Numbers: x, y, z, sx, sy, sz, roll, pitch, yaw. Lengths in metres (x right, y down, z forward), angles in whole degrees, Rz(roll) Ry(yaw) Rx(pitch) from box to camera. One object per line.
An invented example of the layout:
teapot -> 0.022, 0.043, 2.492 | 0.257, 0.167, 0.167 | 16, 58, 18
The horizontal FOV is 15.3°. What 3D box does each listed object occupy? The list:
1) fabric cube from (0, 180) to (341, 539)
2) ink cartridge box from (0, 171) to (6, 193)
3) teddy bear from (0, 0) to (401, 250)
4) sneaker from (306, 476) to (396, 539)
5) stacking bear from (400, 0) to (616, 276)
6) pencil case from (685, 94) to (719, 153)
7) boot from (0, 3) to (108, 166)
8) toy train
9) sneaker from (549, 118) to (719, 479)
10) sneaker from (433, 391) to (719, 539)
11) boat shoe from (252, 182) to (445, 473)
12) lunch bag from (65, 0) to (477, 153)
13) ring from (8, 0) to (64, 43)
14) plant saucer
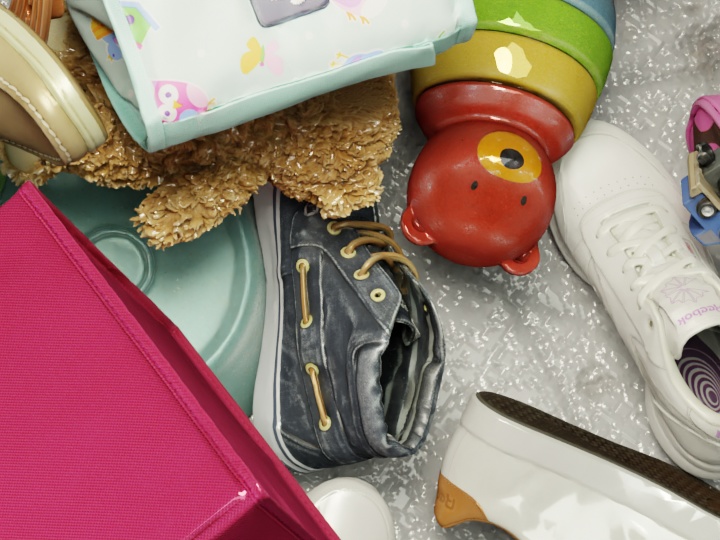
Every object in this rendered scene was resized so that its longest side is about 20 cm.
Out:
fabric cube -> -0.139, 0.121, 1.199 | 0.199, 0.200, 0.196 | -39, 62, 0
ink cartridge box -> -0.234, -0.052, 1.299 | 0.199, 0.104, 0.060 | 18, 74, 12
teddy bear -> -0.082, -0.076, 1.304 | 0.199, 0.067, 0.145 | -10, 59, -14
sneaker -> -0.025, 0.194, 1.297 | 0.078, 0.099, 0.201 | 21, 75, -8
stacking bear -> 0.074, -0.097, 1.364 | 0.121, 0.114, 0.201 | 21, 66, -16
pencil case -> 0.276, -0.068, 1.417 | 0.199, 0.091, 0.094 | -13, 85, -9
boot -> -0.219, -0.058, 1.179 | 0.200, 0.072, 0.155 | 28, 63, 39
toy train -> 0.224, 0.007, 1.374 | 0.200, 0.046, 0.034 | 46, 29, -26
sneaker -> 0.160, 0.005, 1.372 | 0.075, 0.100, 0.201 | -25, 78, -10
sneaker -> 0.130, 0.136, 1.363 | 0.199, 0.073, 0.085 | 24, 99, -5
boat shoe -> 0.000, 0.000, 1.344 | 0.071, 0.091, 0.201 | 10, 78, -45
lunch bag -> -0.056, -0.153, 1.239 | 0.170, 0.122, 0.200 | -19, 52, -12
ring -> -0.174, -0.180, 1.248 | 0.019, 0.200, 0.201 | -11, 78, -23
plant saucer -> -0.126, 0.002, 1.362 | 0.199, 0.036, 0.201 | 2, 77, -8
